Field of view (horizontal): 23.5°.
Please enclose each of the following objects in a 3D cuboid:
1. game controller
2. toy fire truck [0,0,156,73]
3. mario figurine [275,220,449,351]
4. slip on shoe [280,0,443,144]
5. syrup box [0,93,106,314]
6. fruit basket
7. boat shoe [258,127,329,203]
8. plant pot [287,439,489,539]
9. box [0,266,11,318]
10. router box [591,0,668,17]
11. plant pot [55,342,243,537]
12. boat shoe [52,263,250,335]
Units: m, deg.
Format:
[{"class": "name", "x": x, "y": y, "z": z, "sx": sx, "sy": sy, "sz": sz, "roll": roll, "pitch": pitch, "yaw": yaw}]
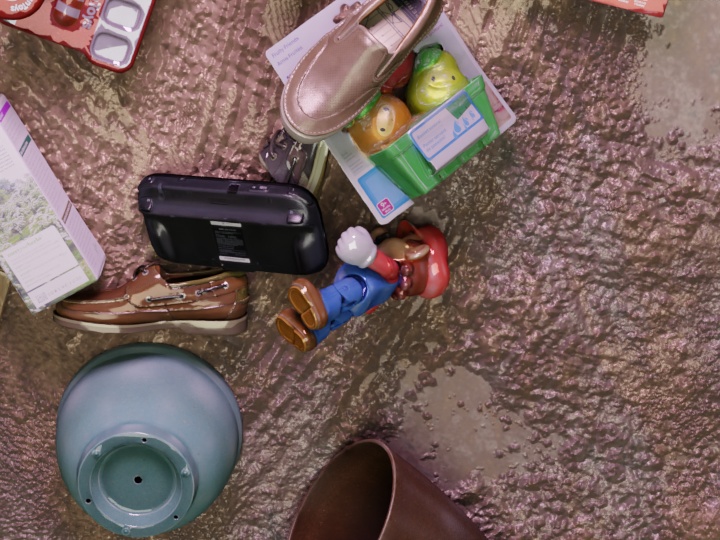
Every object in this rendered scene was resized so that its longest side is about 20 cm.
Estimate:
[{"class": "game controller", "x": -0.127, "y": -0.045, "z": 1.718, "sx": 0.199, "sy": 0.042, "sz": 0.105, "roll": 6, "pitch": 136, "yaw": 23}, {"class": "toy fire truck", "x": -0.259, "y": -0.301, "z": 1.623, "sx": 0.167, "sy": 0.112, "sz": 0.200, "roll": 19, "pitch": 110, "yaw": -14}, {"class": "mario figurine", "x": 0.000, "y": 0.000, "z": 1.720, "sx": 0.200, "sy": 0.123, "sz": 0.106, "roll": -26, "pitch": 103, "yaw": -34}, {"class": "slip on shoe", "x": 0.003, "y": -0.200, "z": 1.588, "sx": 0.200, "sy": 0.061, "sz": 0.076, "roll": -42, "pitch": 86, "yaw": -15}, {"class": "syrup box", "x": -0.340, "y": -0.066, "z": 1.722, "sx": 0.079, "sy": 0.081, "sz": 0.200, "roll": -28, "pitch": 108, "yaw": 8}, {"class": "fruit basket", "x": 0.035, "y": -0.175, "z": 1.653, "sx": 0.185, "sy": 0.094, "sz": 0.200, "roll": -38, "pitch": 105, "yaw": -22}, {"class": "boat shoe", "x": -0.068, "y": -0.105, "z": 1.714, "sx": 0.066, "sy": 0.072, "sz": 0.201, "roll": 7, "pitch": 115, "yaw": -8}, {"class": "plant pot", "x": 0.053, "y": 0.303, "z": 1.825, "sx": 0.200, "sy": 0.187, "sz": 0.187, "roll": 30, "pitch": 108, "yaw": -26}, {"class": "box", "x": -0.474, "y": 0.042, "z": 1.793, "sx": 0.199, "sy": 0.021, "sz": 0.164, "roll": 18, "pitch": 109, "yaw": -7}, {"class": "router box", "x": 0.213, "y": -0.351, "z": 1.636, "sx": 0.199, "sy": 0.049, "sz": 0.180, "roll": 13, "pitch": 110, "yaw": -5}, {"class": "plant pot", "x": -0.224, "y": 0.192, "z": 1.791, "sx": 0.200, "sy": 0.134, "sz": 0.201, "roll": 0, "pitch": 110, "yaw": -1}, {"class": "boat shoe", "x": -0.213, "y": 0.024, "z": 1.768, "sx": 0.199, "sy": 0.072, "sz": 0.068, "roll": 0, "pitch": 107, "yaw": -10}]
